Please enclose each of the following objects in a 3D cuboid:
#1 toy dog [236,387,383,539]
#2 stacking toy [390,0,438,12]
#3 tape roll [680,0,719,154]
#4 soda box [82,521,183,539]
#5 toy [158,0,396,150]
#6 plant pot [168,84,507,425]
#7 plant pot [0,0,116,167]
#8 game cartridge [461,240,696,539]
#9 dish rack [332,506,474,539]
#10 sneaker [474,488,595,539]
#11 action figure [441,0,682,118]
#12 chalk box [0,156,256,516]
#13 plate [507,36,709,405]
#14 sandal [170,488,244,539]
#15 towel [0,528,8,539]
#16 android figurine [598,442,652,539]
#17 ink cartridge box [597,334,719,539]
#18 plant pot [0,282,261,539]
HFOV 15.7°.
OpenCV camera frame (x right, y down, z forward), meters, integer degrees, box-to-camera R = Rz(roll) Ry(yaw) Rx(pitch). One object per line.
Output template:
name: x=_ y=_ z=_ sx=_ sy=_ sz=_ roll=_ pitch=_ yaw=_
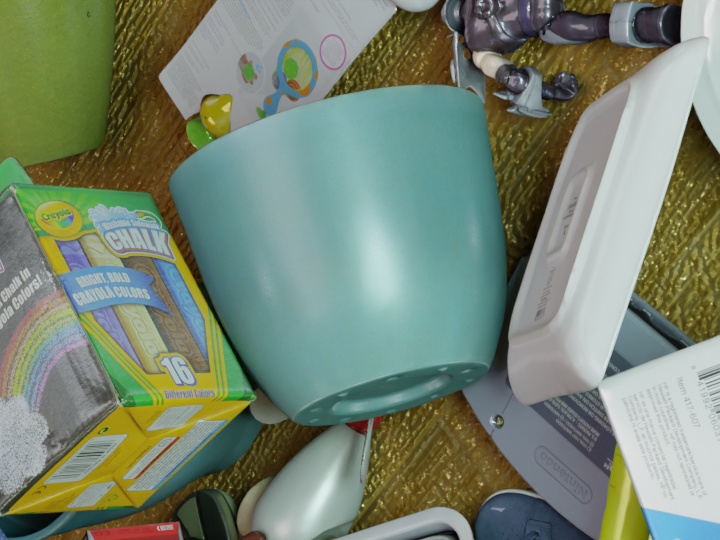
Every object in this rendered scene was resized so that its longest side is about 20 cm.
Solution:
toy dog: x=-0.034 y=0.123 z=1.690 sx=0.131 sy=0.096 sz=0.202 roll=8 pitch=96 yaw=41
stacking toy: x=0.014 y=-0.261 z=1.629 sx=0.145 sy=0.146 sz=0.202 roll=-6 pitch=96 yaw=42
tape roll: x=0.276 y=-0.133 z=1.428 sx=0.201 sy=0.071 sz=0.204 roll=0 pitch=89 yaw=42
soda box: x=-0.170 y=0.245 z=1.777 sx=0.200 sy=0.069 sz=0.064 roll=119 pitch=142 yaw=-54
toy: x=-0.047 y=-0.151 z=1.733 sx=0.200 sy=0.047 sz=0.116 roll=-47 pitch=64 yaw=33
plant pot: x=0.000 y=0.000 z=1.574 sx=0.200 sy=0.200 sz=0.162 roll=-27 pitch=73 yaw=39
plant pot: x=-0.246 y=-0.178 z=1.844 sx=0.186 sy=0.187 sz=0.202 roll=-4 pitch=102 yaw=42
game cartridge: x=0.150 y=0.086 z=1.566 sx=0.200 sy=0.041 sz=0.134 roll=42 pitch=121 yaw=33
dish rack: x=0.014 y=0.258 z=1.601 sx=0.171 sy=0.043 sz=0.201 roll=-22 pitch=57 yaw=31
sneaker: x=0.123 y=0.206 z=1.557 sx=0.200 sy=0.084 sz=0.075 roll=45 pitch=119 yaw=32
action figure: x=0.119 y=-0.158 z=1.573 sx=0.199 sy=0.069 sz=0.131 roll=1 pitch=98 yaw=49
chalk box: x=-0.178 y=0.029 z=1.556 sx=0.124 sy=0.123 sz=0.201 roll=-42 pitch=64 yaw=30
plate: x=0.130 y=-0.027 z=1.468 sx=0.200 sy=0.032 sz=0.201 roll=148 pitch=141 yaw=-80
sandal: x=-0.083 y=0.248 z=1.763 sx=0.079 sy=0.057 sz=0.203 roll=-13 pitch=77 yaw=36
towel: x=-0.255 y=0.100 z=1.604 sx=0.024 sy=0.200 sz=0.145 roll=-28 pitch=66 yaw=-9
android figurine: x=0.228 y=0.135 z=1.462 sx=0.181 sy=0.041 sz=0.202 roll=14 pitch=99 yaw=17
ink cartridge box: x=0.246 y=0.093 z=1.387 sx=0.199 sy=0.084 sz=0.147 roll=-20 pitch=83 yaw=10
plant pot: x=-0.170 y=0.078 z=1.751 sx=0.199 sy=0.187 sz=0.202 roll=0 pitch=89 yaw=41
